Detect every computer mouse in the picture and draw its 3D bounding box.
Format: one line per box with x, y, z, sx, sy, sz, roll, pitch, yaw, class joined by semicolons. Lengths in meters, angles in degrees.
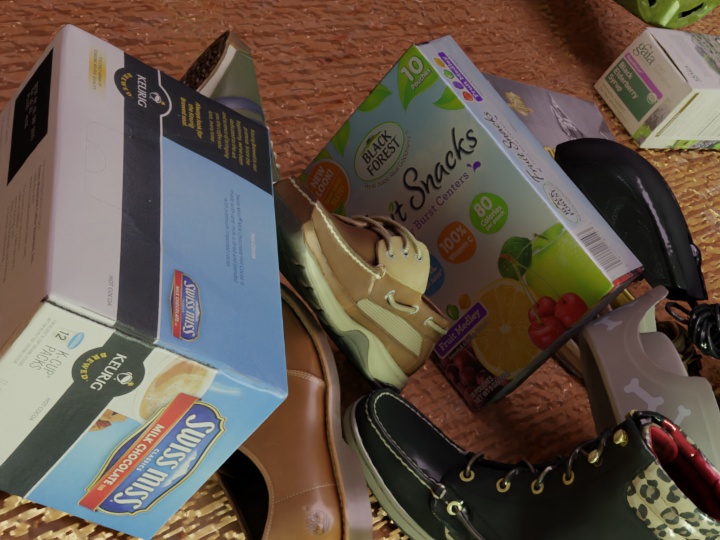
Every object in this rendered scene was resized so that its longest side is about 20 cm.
0.223;-0.029;1.234;0.200;0.053;0.138;52;18;11;computer mouse

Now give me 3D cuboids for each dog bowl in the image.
0.187;0.113;1.043;0.200;0.058;0.202;-15;90;-89;dog bowl

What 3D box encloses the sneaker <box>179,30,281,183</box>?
-0.085;-0.066;1.038;0.090;0.067;0.201;41;32;-18;sneaker

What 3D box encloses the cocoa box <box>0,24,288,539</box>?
-0.127;0.005;0.837;0.131;0.133;0.201;25;37;-28;cocoa box

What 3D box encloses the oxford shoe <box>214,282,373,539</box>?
-0.051;0.078;0.905;0.071;0.072;0.201;3;42;-22;oxford shoe

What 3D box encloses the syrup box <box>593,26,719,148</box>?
0.316;-0.170;1.582;0.199;0.082;0.079;-6;54;-49;syrup box

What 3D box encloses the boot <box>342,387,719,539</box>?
0.101;0.114;0.947;0.204;0.154;0.073;46;32;3;boot

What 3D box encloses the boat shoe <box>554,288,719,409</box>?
0.212;0.073;1.200;0.200;0.068;0.072;43;32;-2;boat shoe

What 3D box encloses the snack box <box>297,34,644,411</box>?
0.067;-0.030;1.085;0.200;0.142;0.053;52;34;11;snack box

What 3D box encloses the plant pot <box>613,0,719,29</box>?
0.262;-0.329;1.560;0.199;0.201;0.190;9;35;-42;plant pot

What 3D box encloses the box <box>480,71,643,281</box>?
0.144;-0.075;1.310;0.199;0.048;0.159;8;48;-44;box

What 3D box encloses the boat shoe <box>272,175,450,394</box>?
0.000;0.000;0.960;0.076;0.074;0.200;48;-5;32;boat shoe
